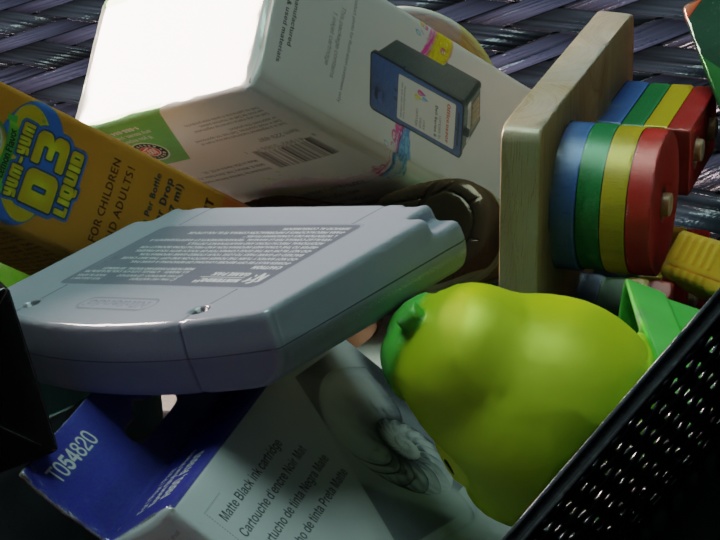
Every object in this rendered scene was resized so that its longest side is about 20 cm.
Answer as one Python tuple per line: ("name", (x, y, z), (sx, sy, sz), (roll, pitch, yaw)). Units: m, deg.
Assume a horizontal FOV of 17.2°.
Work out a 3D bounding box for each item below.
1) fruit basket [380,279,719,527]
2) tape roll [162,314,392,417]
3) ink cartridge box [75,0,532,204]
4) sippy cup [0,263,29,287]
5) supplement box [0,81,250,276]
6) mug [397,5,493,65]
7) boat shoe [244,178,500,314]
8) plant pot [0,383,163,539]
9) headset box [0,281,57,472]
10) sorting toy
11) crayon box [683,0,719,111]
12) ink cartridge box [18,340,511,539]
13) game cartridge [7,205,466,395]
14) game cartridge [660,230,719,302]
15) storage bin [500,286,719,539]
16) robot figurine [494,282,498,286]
("fruit basket", (0.103, 0.084, 0.979), (0.216, 0.156, 0.216), (5, 18, -2))
("tape roll", (-0.035, 0.065, 1.247), (0.202, 0.071, 0.202), (-9, 19, 3))
("ink cartridge box", (-0.024, -0.079, 1.243), (0.200, 0.088, 0.145), (28, -26, -37))
("sippy cup", (-0.228, 0.048, 1.270), (0.130, 0.178, 0.140), (-4, 30, -5))
("supplement box", (-0.151, -0.036, 1.134), (0.200, 0.067, 0.069), (25, -17, -32))
("mug", (0.012, -0.092, 1.630), (0.149, 0.187, 0.153), (-51, 21, -11))
("boat shoe", (0.000, 0.000, 1.228), (0.200, 0.072, 0.076), (-4, -13, 35))
("plant pot", (-0.180, 0.107, 1.103), (0.200, 0.134, 0.200), (-9, 19, 3))
("headset box", (-0.228, 0.040, 0.991), (0.149, 0.077, 0.200), (-20, 19, -17))
("sorting toy", (0.126, -0.003, 1.166), (0.070, 0.200, 0.199), (7, 23, 17))
("crayon box", (0.233, -0.040, 1.195), (0.051, 0.127, 0.200), (-27, 53, 18))
("ink cartridge box", (-0.022, 0.094, 1.007), (0.200, 0.041, 0.200), (37, 26, -1))
("game cartridge", (-0.067, 0.011, 1.022), (0.133, 0.040, 0.200), (-26, 17, -39))
("game cartridge", (0.248, 0.044, 1.056), (0.176, 0.032, 0.200), (27, -4, -30))
("storage bin", (0.143, 0.101, 0.800), (0.200, 0.094, 0.135), (-49, 60, 3))
("robot figurine", (-0.007, -0.003, 1.446), (0.200, 0.058, 0.145), (-13, 20, -5))
